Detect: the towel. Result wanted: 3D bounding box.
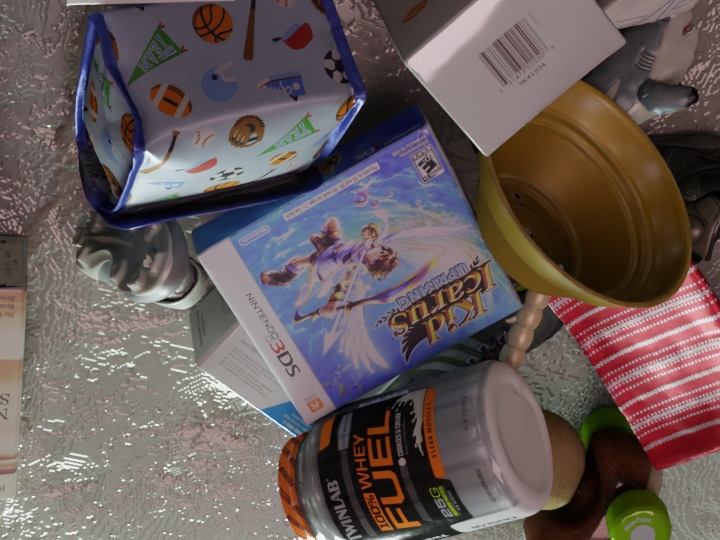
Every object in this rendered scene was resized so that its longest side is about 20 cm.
[{"bbox_3d":[0.248,0.068,1.247,0.144,0.022,0.201,-24,104,43],"label":"towel"}]

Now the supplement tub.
[{"bbox_3d":[0.041,0.153,1.191,0.198,0.123,0.123,-20,125,26],"label":"supplement tub"}]

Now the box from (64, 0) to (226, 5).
[{"bbox_3d":[-0.144,-0.256,0.986,0.111,0.201,0.102,-3,121,-10],"label":"box"}]

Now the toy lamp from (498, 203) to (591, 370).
[{"bbox_3d":[0.136,0.041,1.233,0.058,0.058,0.202,17,107,-20],"label":"toy lamp"}]

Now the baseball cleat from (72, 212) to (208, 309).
[{"bbox_3d":[-0.149,-0.006,1.148,0.106,0.200,0.070,25,88,-28],"label":"baseball cleat"}]

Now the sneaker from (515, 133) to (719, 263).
[{"bbox_3d":[0.225,-0.058,1.235,0.197,0.115,0.077,-2,121,-5],"label":"sneaker"}]

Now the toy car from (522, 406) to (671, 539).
[{"bbox_3d":[0.153,0.186,1.342,0.198,0.165,0.159,26,112,-14],"label":"toy car"}]

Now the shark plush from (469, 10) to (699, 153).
[{"bbox_3d":[0.183,-0.147,1.222,0.198,0.091,0.084,-24,98,19],"label":"shark plush"}]

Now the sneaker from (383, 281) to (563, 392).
[{"bbox_3d":[0.098,0.086,1.309,0.199,0.081,0.074,-36,121,10],"label":"sneaker"}]

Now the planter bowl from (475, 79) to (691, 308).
[{"bbox_3d":[0.147,-0.044,1.130,0.199,0.202,0.083,24,139,-24],"label":"planter bowl"}]

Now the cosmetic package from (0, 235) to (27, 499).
[{"bbox_3d":[-0.321,0.078,1.211,0.102,0.088,0.202,1,120,-14],"label":"cosmetic package"}]

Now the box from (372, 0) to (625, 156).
[{"bbox_3d":[0.086,-0.192,1.073,0.124,0.201,0.097,-39,120,12],"label":"box"}]

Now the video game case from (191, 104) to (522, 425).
[{"bbox_3d":[0.000,0.000,1.161,0.198,0.046,0.182,-29,121,4],"label":"video game case"}]

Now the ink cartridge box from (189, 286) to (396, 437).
[{"bbox_3d":[-0.022,0.028,1.248,0.200,0.085,0.144,-44,119,14],"label":"ink cartridge box"}]

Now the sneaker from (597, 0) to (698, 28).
[{"bbox_3d":[0.204,-0.206,1.122,0.086,0.076,0.199,9,163,-33],"label":"sneaker"}]

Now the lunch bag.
[{"bbox_3d":[-0.105,-0.104,1.046,0.168,0.200,0.125,-14,79,-20],"label":"lunch bag"}]
